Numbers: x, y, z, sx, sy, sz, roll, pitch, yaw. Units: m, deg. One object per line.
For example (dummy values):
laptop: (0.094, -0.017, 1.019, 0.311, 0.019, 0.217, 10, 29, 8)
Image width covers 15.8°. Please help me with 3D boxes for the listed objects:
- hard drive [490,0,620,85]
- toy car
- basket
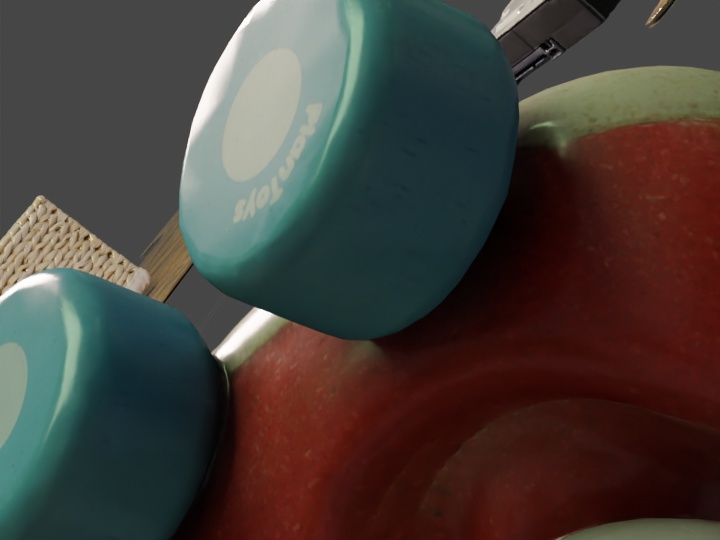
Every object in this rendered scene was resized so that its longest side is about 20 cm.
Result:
hard drive: (0.157, -0.207, 1.580, 0.200, 0.038, 0.140, -53, 8, -24)
toy car: (0.037, 0.082, 0.461, 0.177, 0.184, 0.200, -44, 37, 34)
basket: (-0.369, 0.062, 2.833, 0.200, 0.161, 0.198, -44, 9, 45)
